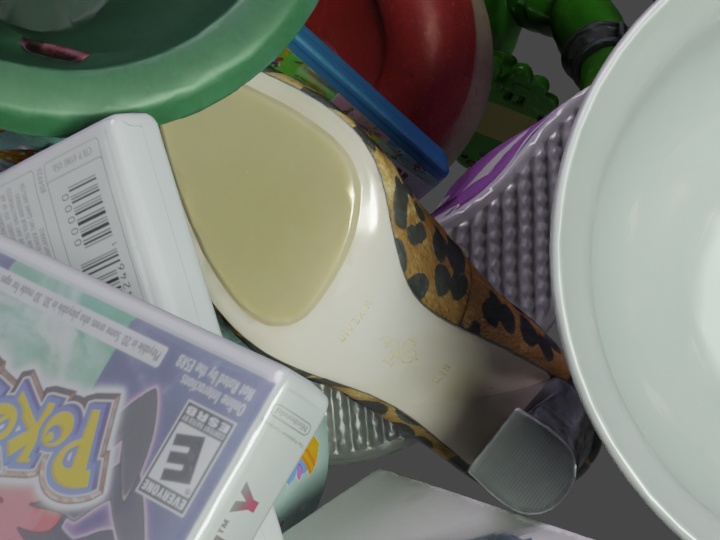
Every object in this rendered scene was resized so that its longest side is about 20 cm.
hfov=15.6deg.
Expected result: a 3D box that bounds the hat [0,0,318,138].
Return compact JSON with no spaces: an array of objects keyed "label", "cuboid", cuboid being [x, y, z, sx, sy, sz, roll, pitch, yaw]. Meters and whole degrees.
[{"label":"hat","cuboid":[-0.114,-0.101,0.848,0.176,0.200,0.166,119,174,-72]}]

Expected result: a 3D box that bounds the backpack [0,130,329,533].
[{"label":"backpack","cuboid":[-0.110,0.031,0.890,0.176,0.200,0.153,-10,18,30]}]

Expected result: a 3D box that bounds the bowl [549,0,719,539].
[{"label":"bowl","cuboid":[0.146,0.004,0.759,0.201,0.201,0.090,-28,-5,-8]}]

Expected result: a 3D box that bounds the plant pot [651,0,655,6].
[{"label":"plant pot","cuboid":[0.186,-0.180,1.078,0.200,0.198,0.200,-21,23,9]}]

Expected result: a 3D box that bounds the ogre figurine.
[{"label":"ogre figurine","cuboid":[0.035,-0.092,1.185,0.200,0.098,0.120,-29,35,33]}]

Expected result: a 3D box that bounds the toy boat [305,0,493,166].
[{"label":"toy boat","cuboid":[-0.046,-0.074,1.079,0.200,0.131,0.131,-45,54,10]}]

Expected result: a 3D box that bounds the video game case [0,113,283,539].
[{"label":"video game case","cuboid":[-0.101,0.078,0.770,0.182,0.200,0.024,-24,-10,36]}]

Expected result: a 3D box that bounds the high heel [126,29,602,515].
[{"label":"high heel","cuboid":[0.000,0.000,0.861,0.071,0.200,0.143,-43,-3,6]}]

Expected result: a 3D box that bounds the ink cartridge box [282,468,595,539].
[{"label":"ink cartridge box","cuboid":[0.001,0.137,0.757,0.176,0.045,0.200,-34,23,-25]}]

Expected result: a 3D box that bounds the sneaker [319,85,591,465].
[{"label":"sneaker","cuboid":[0.035,0.007,1.009,0.200,0.073,0.114,-36,5,-14]}]

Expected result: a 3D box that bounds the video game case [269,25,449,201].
[{"label":"video game case","cuboid":[-0.087,-0.021,0.993,0.200,0.143,0.018,-40,27,20]}]

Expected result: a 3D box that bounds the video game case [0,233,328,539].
[{"label":"video game case","cuboid":[-0.120,0.078,0.688,0.200,0.023,0.182,22,80,45]}]
